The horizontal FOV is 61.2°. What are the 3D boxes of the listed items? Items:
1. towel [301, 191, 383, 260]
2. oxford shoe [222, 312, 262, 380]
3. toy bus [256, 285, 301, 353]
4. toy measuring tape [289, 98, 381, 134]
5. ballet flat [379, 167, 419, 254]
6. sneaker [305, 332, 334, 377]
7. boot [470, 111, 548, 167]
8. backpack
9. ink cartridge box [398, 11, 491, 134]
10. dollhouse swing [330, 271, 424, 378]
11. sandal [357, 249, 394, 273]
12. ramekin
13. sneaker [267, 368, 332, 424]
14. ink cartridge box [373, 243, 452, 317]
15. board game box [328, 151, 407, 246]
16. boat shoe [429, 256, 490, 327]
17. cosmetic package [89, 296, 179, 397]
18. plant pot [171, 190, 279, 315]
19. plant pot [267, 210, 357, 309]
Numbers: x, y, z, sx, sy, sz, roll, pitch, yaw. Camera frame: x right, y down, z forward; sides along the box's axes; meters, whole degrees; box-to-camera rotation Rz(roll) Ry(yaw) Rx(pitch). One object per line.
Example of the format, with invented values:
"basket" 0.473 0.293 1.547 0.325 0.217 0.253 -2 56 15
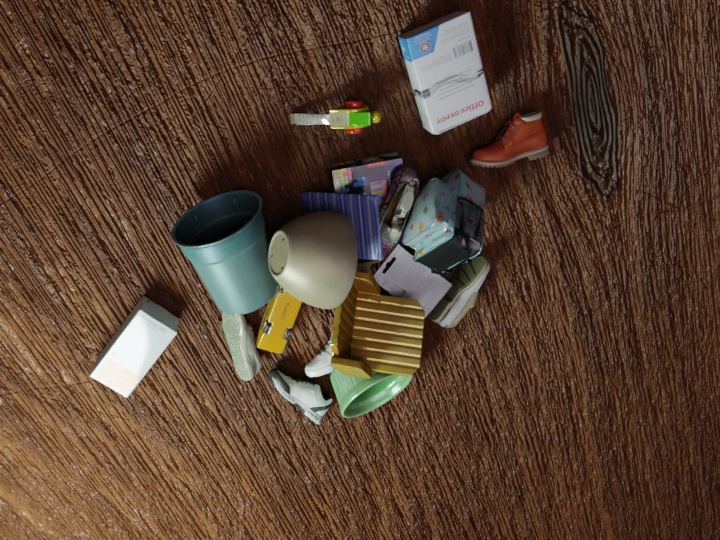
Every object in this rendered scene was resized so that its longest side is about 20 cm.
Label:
"towel" -0.041 -0.099 1.329 0.194 0.024 0.150 7 116 29
"oxford shoe" -0.276 0.157 1.430 0.057 0.074 0.207 -28 114 -43
"toy bus" -0.181 0.091 1.408 0.063 0.079 0.205 16 108 -18
"toy measuring tape" -0.049 -0.326 1.284 0.193 0.074 0.076 2 115 11
"ballet flat" 0.078 -0.121 1.322 0.067 0.071 0.205 13 110 -20
"sneaker" -0.057 0.182 1.490 0.196 0.075 0.091 -28 105 -8
"boot" 0.331 -0.295 1.373 0.194 0.075 0.111 -18 113 -15
"backpack" 0.188 -0.119 1.340 0.151 0.204 0.175 30 148 -14
"ink cartridge box" 0.178 -0.413 1.275 0.141 0.085 0.205 -22 115 -2
"dollhouse swing" 0.044 0.125 1.324 0.170 0.182 0.207 4 73 13
"sandal" 0.001 0.002 1.414 0.206 0.078 0.072 -20 110 -10
"ramekin" 0.021 0.259 1.471 0.195 0.099 0.202 -25 154 -13
"sneaker" -0.150 0.297 1.518 0.080 0.073 0.200 -48 120 -6
"ink cartridge box" 0.116 0.018 1.450 0.198 0.051 0.110 35 101 -31
"board game box" 0.021 -0.147 1.368 0.160 0.057 0.206 -11 115 -7
"boat shoe" 0.255 0.055 1.504 0.067 0.075 0.201 29 111 -28
"cosmetic package" -0.507 0.173 1.371 0.100 0.072 0.201 35 101 -23
"plant pot" -0.268 -0.029 1.284 0.194 0.202 0.201 -19 124 -4
"plant pot" -0.113 -0.027 1.251 0.131 0.200 0.206 5 114 -35
